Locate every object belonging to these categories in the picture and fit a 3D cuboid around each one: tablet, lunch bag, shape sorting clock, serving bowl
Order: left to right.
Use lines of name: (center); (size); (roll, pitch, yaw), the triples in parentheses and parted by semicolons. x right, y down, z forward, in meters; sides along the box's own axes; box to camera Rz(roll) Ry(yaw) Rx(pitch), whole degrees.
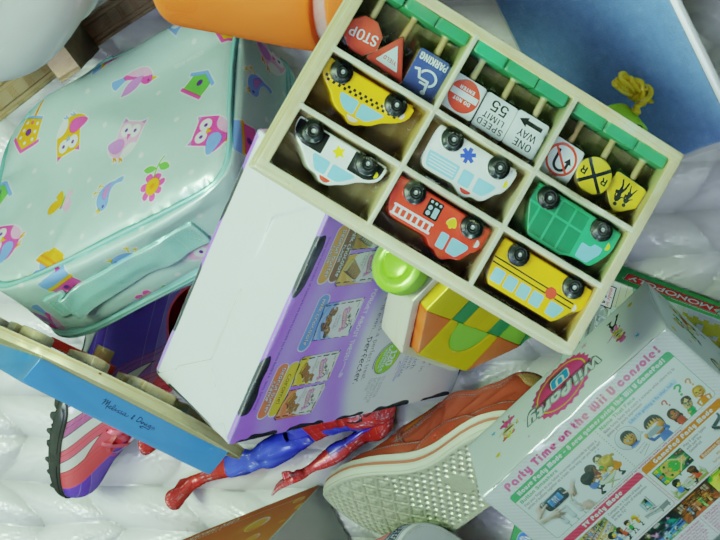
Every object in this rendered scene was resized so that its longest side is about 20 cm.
serving bowl: (-0.177, -0.199, 1.565); (0.065, 0.201, 0.201); (20, 119, -16)
shape sorting clock: (-0.158, 0.064, 1.582); (0.199, 0.200, 0.039); (27, 86, 12)
lunch bag: (-0.131, -0.051, 1.602); (0.199, 0.161, 0.077); (-26, 137, 28)
tablet: (0.131, -0.149, 1.517); (0.130, 0.014, 0.201); (-18, 102, 50)

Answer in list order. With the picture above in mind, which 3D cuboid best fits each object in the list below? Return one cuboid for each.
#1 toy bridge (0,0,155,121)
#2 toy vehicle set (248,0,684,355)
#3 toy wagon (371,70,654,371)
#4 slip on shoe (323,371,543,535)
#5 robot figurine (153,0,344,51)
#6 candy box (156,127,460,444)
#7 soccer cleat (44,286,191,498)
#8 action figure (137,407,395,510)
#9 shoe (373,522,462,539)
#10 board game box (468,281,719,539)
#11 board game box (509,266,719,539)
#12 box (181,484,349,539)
toy bridge: (-0.178, -0.135, 1.638); (0.199, 0.067, 0.027); (-34, 101, 14)
toy vehicle set: (0.057, -0.058, 1.413); (0.199, 0.027, 0.125); (30, 86, -11)
toy wagon: (0.097, -0.027, 1.504); (0.200, 0.155, 0.040); (-46, 60, 14)
slip on shoe: (0.052, 0.115, 1.638); (0.074, 0.061, 0.200); (39, 140, -18)
robot figurine: (-0.040, -0.182, 1.480); (0.199, 0.117, 0.144); (12, 135, 15)
candy box: (0.000, 0.000, 1.539); (0.071, 0.199, 0.169); (41, 121, 30)
soccer cleat: (-0.147, 0.067, 1.707); (0.073, 0.068, 0.201); (22, 113, 9)
action figure: (-0.046, 0.099, 1.687); (0.199, 0.052, 0.066); (-22, 96, 25)
shoe: (0.074, 0.232, 1.676); (0.200, 0.072, 0.091); (41, 152, -15)
board game box: (0.184, 0.126, 1.535); (0.200, 0.064, 0.147); (41, 106, -22)
board game box: (0.175, 0.106, 1.605); (0.134, 0.029, 0.201); (21, 115, 16)
box: (-0.088, 0.232, 1.663); (0.124, 0.200, 0.098); (-24, 98, 27)
